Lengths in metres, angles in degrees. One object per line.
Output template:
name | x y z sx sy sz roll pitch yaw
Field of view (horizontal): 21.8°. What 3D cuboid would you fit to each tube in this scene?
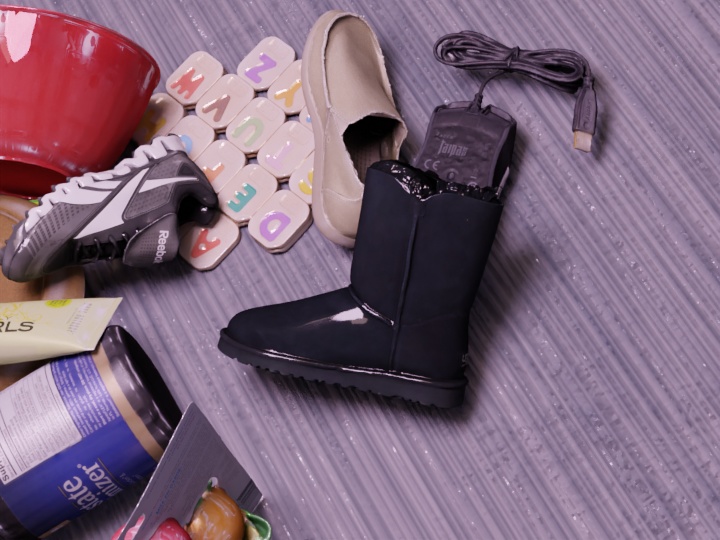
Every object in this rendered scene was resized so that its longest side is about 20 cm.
tube | -0.282 0.048 1.413 0.198 0.052 0.059 -5 69 15

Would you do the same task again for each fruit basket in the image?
fruit basket | -0.138 0.202 1.285 0.093 0.200 0.186 19 71 24

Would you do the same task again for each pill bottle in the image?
pill bottle | -0.238 0.136 1.403 0.199 0.112 0.112 -32 58 1

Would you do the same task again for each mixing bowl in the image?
mixing bowl | -0.265 -0.124 1.505 0.198 0.200 0.109 0 72 18

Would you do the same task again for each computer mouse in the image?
computer mouse | 0.109 -0.087 1.447 0.139 0.046 0.202 8 67 15

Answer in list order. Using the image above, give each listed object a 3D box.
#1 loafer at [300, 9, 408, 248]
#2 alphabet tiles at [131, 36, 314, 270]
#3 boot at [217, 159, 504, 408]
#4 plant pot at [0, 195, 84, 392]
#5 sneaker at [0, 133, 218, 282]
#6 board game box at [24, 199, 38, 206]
loafer | 0.001 -0.119 1.471 0.068 0.075 0.202 -26 61 46
alphabet tiles | -0.102 -0.100 1.539 0.200 0.015 0.196 38 80 30
boot | 0.000 0.000 1.379 0.198 0.076 0.170 11 97 16
plant pot | -0.315 0.024 1.480 0.198 0.028 0.202 -8 62 14
sneaker | -0.187 -0.035 1.456 0.090 0.067 0.199 41 49 19
board game box | -0.331 0.000 1.541 0.198 0.048 0.102 -2 63 17
